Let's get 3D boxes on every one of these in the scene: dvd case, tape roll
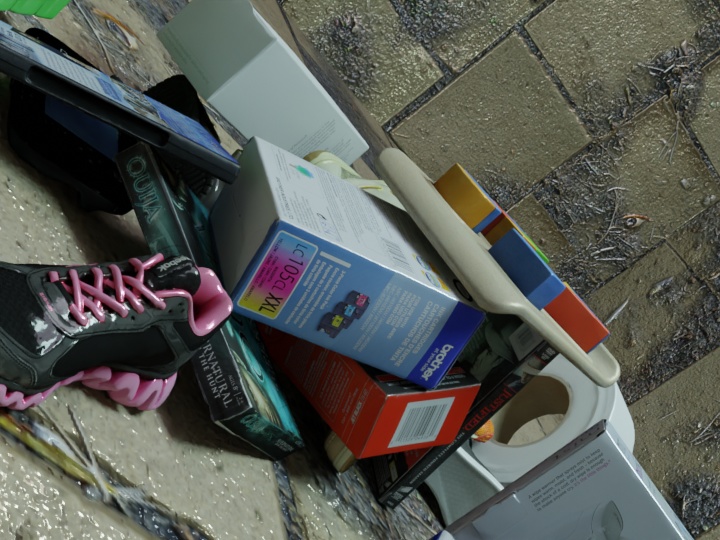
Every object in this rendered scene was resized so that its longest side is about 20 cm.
[{"bbox_3d":[0.079,0.097,0.888,0.022,0.200,0.146,37,16,-22],"label":"dvd case"},{"bbox_3d":[-0.183,-0.122,0.678,0.199,0.018,0.143,26,9,-27],"label":"dvd case"},{"bbox_3d":[0.191,0.173,1.109,0.071,0.202,0.203,59,7,-31],"label":"tape roll"}]

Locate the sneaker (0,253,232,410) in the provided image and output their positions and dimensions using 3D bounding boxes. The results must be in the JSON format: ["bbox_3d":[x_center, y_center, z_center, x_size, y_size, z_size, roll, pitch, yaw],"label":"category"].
[{"bbox_3d":[-0.131,0.018,0.520,0.079,0.095,0.200,58,13,16],"label":"sneaker"}]

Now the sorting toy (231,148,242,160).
[{"bbox_3d":[-0.048,-0.014,0.997,0.199,0.070,0.200,48,9,8],"label":"sorting toy"}]

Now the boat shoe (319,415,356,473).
[{"bbox_3d":[-0.010,0.105,0.855,0.069,0.074,0.200,38,13,-1],"label":"boat shoe"}]

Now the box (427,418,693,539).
[{"bbox_3d":[0.151,0.240,0.750,0.177,0.200,0.097,55,10,12],"label":"box"}]

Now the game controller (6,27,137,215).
[{"bbox_3d":[-0.208,-0.114,0.744,0.104,0.042,0.200,46,12,-34],"label":"game controller"}]

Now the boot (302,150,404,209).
[{"bbox_3d":[0.033,-0.024,0.955,0.200,0.072,0.155,24,21,-52],"label":"boot"}]

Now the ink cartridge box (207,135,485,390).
[{"bbox_3d":[0.000,0.000,0.723,0.199,0.077,0.137,23,23,-25],"label":"ink cartridge box"}]

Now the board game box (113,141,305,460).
[{"bbox_3d":[-0.100,0.024,0.690,0.201,0.028,0.135,65,2,22],"label":"board game box"}]

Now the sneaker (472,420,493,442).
[{"bbox_3d":[0.076,0.104,1.100,0.200,0.077,0.073,46,10,25],"label":"sneaker"}]

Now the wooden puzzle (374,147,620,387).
[{"bbox_3d":[0.116,-0.009,0.785,0.200,0.046,0.186,30,21,-48],"label":"wooden puzzle"}]

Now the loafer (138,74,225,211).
[{"bbox_3d":[-0.153,-0.095,0.879,0.071,0.073,0.200,59,6,-46],"label":"loafer"}]

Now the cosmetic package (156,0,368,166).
[{"bbox_3d":[-0.084,-0.164,0.937,0.108,0.085,0.200,53,7,33],"label":"cosmetic package"}]

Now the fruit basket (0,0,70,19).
[{"bbox_3d":[-0.245,-0.296,0.710,0.155,0.216,0.216,33,12,-1],"label":"fruit basket"}]

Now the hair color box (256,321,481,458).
[{"bbox_3d":[-0.011,0.054,0.791,0.101,0.061,0.200,0,33,-42],"label":"hair color box"}]

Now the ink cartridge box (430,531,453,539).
[{"bbox_3d":[0.052,0.245,0.599,0.137,0.076,0.200,56,12,7],"label":"ink cartridge box"}]

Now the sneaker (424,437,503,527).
[{"bbox_3d":[0.103,0.202,1.002,0.200,0.071,0.099,51,15,6],"label":"sneaker"}]
